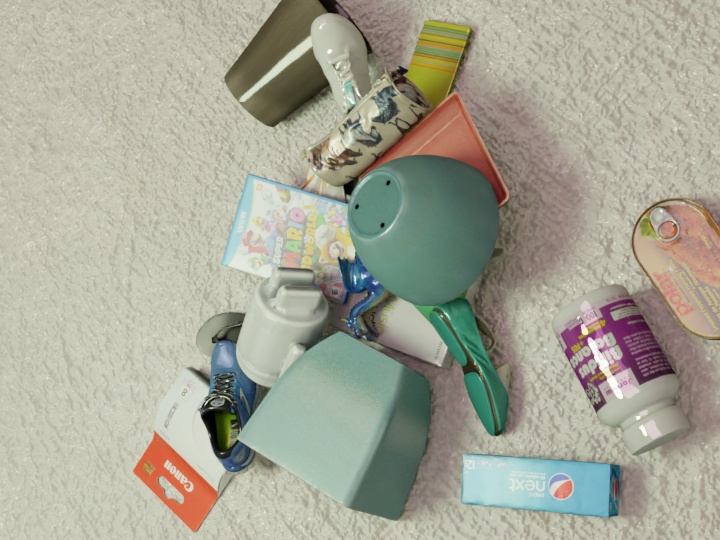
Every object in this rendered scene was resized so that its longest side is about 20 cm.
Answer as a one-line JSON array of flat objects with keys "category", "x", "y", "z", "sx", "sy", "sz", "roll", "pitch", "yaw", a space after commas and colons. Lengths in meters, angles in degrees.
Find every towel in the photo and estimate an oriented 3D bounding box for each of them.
[{"category": "towel", "x": 0.102, "y": -0.278, "z": 1.629, "sx": 0.086, "sy": 0.018, "sz": 0.201, "roll": 18, "pitch": 89, "yaw": 33}]

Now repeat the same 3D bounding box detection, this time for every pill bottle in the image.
[{"category": "pill bottle", "x": 0.335, "y": 0.128, "z": 1.376, "sx": 0.112, "sy": 0.112, "sz": 0.201, "roll": -32, "pitch": 67, "yaw": 16}]

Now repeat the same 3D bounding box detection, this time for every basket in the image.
[{"category": "basket", "x": -0.106, "y": -0.333, "z": 1.679, "sx": 0.200, "sy": 0.136, "sz": 0.181, "roll": -42, "pitch": 59, "yaw": 17}]

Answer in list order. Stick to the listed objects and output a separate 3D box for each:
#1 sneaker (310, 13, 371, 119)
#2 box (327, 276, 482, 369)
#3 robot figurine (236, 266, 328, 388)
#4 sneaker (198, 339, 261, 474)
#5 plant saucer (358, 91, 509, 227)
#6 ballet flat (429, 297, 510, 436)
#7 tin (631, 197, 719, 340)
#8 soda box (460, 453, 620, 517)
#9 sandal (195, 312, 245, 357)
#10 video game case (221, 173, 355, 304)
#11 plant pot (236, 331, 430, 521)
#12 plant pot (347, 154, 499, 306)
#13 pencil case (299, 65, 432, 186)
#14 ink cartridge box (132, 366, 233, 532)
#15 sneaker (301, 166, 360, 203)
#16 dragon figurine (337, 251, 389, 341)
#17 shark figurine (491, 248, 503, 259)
[{"category": "sneaker", "x": -0.017, "y": -0.277, "z": 1.581, "sx": 0.075, "sy": 0.201, "sz": 0.089, "roll": -17, "pitch": 36, "yaw": 9}, {"category": "box", "x": 0.062, "y": 0.044, "z": 1.569, "sx": 0.199, "sy": 0.036, "sz": 0.145, "roll": 18, "pitch": 88, "yaw": 27}, {"category": "robot figurine", "x": -0.114, "y": 0.088, "z": 1.553, "sx": 0.170, "sy": 0.112, "sz": 0.201, "roll": -110, "pitch": 32, "yaw": -48}, {"category": "sneaker", "x": -0.192, "y": 0.193, "z": 1.587, "sx": 0.078, "sy": 0.089, "sz": 0.201, "roll": -14, "pitch": 64, "yaw": 10}, {"category": "plant saucer", "x": 0.105, "y": -0.111, "z": 1.489, "sx": 0.199, "sy": 0.037, "sz": 0.201, "roll": -39, "pitch": 54, "yaw": 26}, {"category": "ballet flat", "x": 0.167, "y": 0.126, "z": 1.478, "sx": 0.070, "sy": 0.067, "sz": 0.201, "roll": -26, "pitch": 90, "yaw": -18}, {"category": "tin", "x": 0.433, "y": -0.001, "z": 1.398, "sx": 0.112, "sy": 0.042, "sz": 0.201, "roll": -33, "pitch": 67, "yaw": 12}, {"category": "soda box", "x": 0.236, "y": 0.282, "z": 1.419, "sx": 0.199, "sy": 0.064, "sz": 0.068, "roll": 0, "pitch": 80, "yaw": 26}, {"category": "sandal", "x": -0.171, "y": 0.104, "z": 1.666, "sx": 0.199, "sy": 0.043, "sz": 0.077, "roll": 3, "pitch": 81, "yaw": 26}, {"category": "video game case", "x": -0.095, "y": -0.048, "z": 1.601, "sx": 0.199, "sy": 0.018, "sz": 0.144, "roll": 17, "pitch": 93, "yaw": 12}, {"category": "plant pot", "x": -0.012, "y": 0.203, "z": 1.491, "sx": 0.196, "sy": 0.196, "sz": 0.201, "roll": 26, "pitch": 85, "yaw": 28}, {"category": "plant pot", "x": 0.060, "y": -0.066, "z": 1.397, "sx": 0.199, "sy": 0.134, "sz": 0.201, "roll": -15, "pitch": 66, "yaw": 38}, {"category": "pencil case", "x": 0.004, "y": -0.201, "z": 1.539, "sx": 0.089, "sy": 0.078, "sz": 0.200, "roll": 41, "pitch": 119, "yaw": -17}, {"category": "ink cartridge box", "x": -0.264, "y": 0.277, "z": 1.674, "sx": 0.162, "sy": 0.057, "sz": 0.200, "roll": 36, "pitch": 91, "yaw": 27}, {"category": "sneaker", "x": -0.053, "y": -0.094, "z": 1.635, "sx": 0.092, "sy": 0.076, "sz": 0.201, "roll": 25, "pitch": 92, "yaw": 23}, {"category": "dragon figurine", "x": 0.000, "y": 0.000, "z": 1.541, "sx": 0.099, "sy": 0.059, "sz": 0.201, "roll": -21, "pitch": 87, "yaw": 7}, {"category": "shark figurine", "x": 0.134, "y": -0.090, "z": 1.527, "sx": 0.127, "sy": 0.090, "sz": 0.216, "roll": -5, "pitch": 59, "yaw": 6}]
